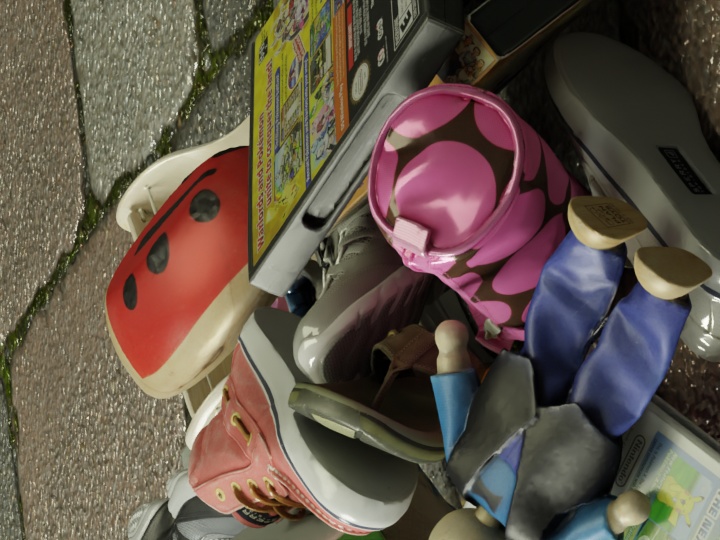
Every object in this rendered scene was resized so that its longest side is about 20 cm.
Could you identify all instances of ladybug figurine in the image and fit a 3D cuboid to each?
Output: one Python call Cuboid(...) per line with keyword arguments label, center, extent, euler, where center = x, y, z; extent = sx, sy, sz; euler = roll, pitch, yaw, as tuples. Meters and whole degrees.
Cuboid(label="ladybug figurine", center=(-0.086, -0.007, 1.692), extent=(0.200, 0.072, 0.136), euler=(-46, 16, 42))

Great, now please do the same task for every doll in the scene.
Cuboid(label="doll", center=(0.083, 0.064, 1.364), extent=(0.136, 0.048, 0.201), euler=(38, 119, 25))

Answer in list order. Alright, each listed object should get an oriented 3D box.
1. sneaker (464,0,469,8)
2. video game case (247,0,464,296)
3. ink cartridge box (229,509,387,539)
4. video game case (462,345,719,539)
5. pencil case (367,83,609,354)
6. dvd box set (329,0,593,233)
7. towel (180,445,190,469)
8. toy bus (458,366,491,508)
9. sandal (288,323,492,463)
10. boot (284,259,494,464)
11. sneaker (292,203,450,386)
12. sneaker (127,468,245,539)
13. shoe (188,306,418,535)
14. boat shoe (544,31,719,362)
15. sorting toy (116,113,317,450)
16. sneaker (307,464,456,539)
Cuboid(label="sneaker", center=(0.035, -0.095, 1.658), extent=(0.200, 0.075, 0.116), euler=(-44, 69, 49))
Cuboid(label="video game case", center=(-0.005, -0.115, 1.482), extent=(0.181, 0.025, 0.201), euler=(-55, 23, 34))
Cuboid(label="ink cartridge box", center=(-0.001, 0.231, 1.576), extent=(0.201, 0.083, 0.146), euler=(59, 158, -9))
Cuboid(label="video game case", center=(0.113, 0.159, 1.382), extent=(0.182, 0.022, 0.201), euler=(38, 112, 36))
Cuboid(label="pencil case", center=(0.063, -0.021, 1.433), extent=(0.091, 0.200, 0.094), euler=(37, 89, 24))
Cuboid(label="dvd box set", center=(0.055, -0.100, 1.494), extent=(0.029, 0.146, 0.200), euler=(49, 142, 2))
Cuboid(label="towel", center=(-0.078, 0.176, 1.925), extent=(0.193, 0.034, 0.201), euler=(122, 142, -50))
Cuboid(label="toy bus", center=(0.095, 0.146, 1.464), extent=(0.065, 0.078, 0.202), euler=(0, 89, 41))
Cuboid(label="sandal", center=(0.033, 0.053, 1.492), extent=(0.079, 0.201, 0.058), euler=(21, 106, 29))
Cuboid(label="boot", center=(0.021, 0.062, 1.629), extent=(0.200, 0.095, 0.074), euler=(-121, 39, -51))
Cuboid(label="sneaker", center=(0.000, 0.000, 1.571), extent=(0.200, 0.082, 0.075), euler=(-49, -18, -58))
Cuboid(label="sneaker", center=(-0.088, 0.187, 1.846), extent=(0.200, 0.075, 0.115), euler=(142, 124, -64))
Cuboid(label="shoe", center=(-0.033, 0.103, 1.536), extent=(0.091, 0.071, 0.200), euler=(-64, 26, 18))
Cuboid(label="boat shoe", center=(0.136, -0.034, 1.412), extent=(0.200, 0.070, 0.070), euler=(57, 137, 41))
Cuboid(label="sorting toy", center=(-0.053, -0.018, 1.812), extent=(0.181, 0.106, 0.201), euler=(-60, 36, 36))
Cuboid(label="sneaker", center=(0.028, 0.150, 1.623), extent=(0.200, 0.072, 0.073), euler=(46, 167, 48))
